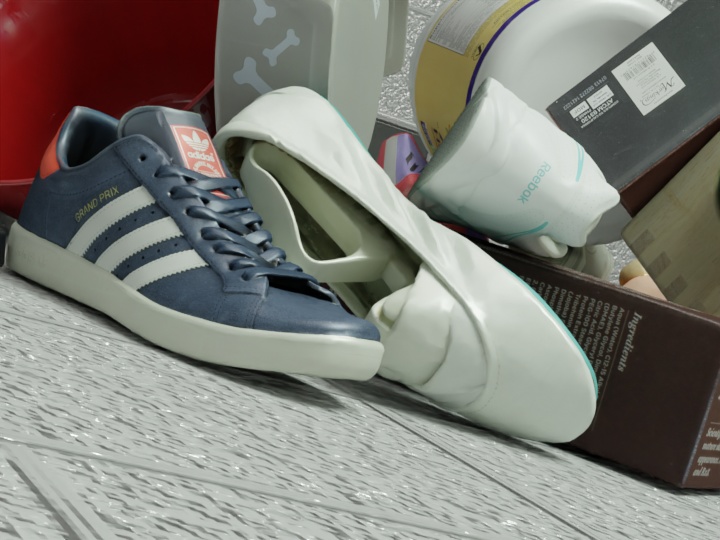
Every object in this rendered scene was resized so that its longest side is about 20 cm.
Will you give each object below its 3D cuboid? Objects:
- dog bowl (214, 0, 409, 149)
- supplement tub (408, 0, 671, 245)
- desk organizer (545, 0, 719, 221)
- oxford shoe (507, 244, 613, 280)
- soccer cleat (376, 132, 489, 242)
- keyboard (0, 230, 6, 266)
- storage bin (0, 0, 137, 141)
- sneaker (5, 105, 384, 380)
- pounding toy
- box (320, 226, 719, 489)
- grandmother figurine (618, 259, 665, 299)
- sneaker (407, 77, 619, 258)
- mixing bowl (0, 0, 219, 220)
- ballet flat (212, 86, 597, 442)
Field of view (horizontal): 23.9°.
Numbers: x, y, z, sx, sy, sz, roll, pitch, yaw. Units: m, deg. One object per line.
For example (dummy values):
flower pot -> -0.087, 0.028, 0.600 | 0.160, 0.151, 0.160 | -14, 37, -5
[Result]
dog bowl -> -0.021, -0.114, 0.834 | 0.058, 0.202, 0.200 | 7, 1, 9
supplement tub -> 0.111, -0.104, 1.026 | 0.144, 0.146, 0.200 | 17, 9, -16
desk organizer -> 0.207, -0.106, 0.898 | 0.077, 0.200, 0.072 | 42, 13, -53
oxford shoe -> 0.113, 0.015, 1.017 | 0.058, 0.075, 0.200 | 58, 24, -10
soccer cleat -> 0.058, -0.017, 1.079 | 0.066, 0.077, 0.200 | -9, -22, 22
keyboard -> -0.210, -0.026, 0.624 | 0.127, 0.021, 0.199 | 20, 4, 36
storage bin -> -0.194, -0.144, 0.998 | 0.199, 0.136, 0.094 | -26, 19, -16
sneaker -> -0.065, -0.017, 0.664 | 0.199, 0.085, 0.075 | 20, 4, 39
pounding toy -> 0.238, -0.002, 0.863 | 0.199, 0.184, 0.143 | 18, 33, -48
box -> 0.083, 0.033, 0.765 | 0.199, 0.075, 0.100 | 18, 2, 32
grandmother figurine -> 0.178, 0.045, 1.002 | 0.061, 0.121, 0.200 | 51, 8, -13
sneaker -> 0.069, -0.038, 0.785 | 0.080, 0.071, 0.200 | 33, 6, -1
mixing bowl -> -0.129, -0.087, 0.899 | 0.199, 0.201, 0.109 | 19, -30, 34
ballet flat -> 0.008, 0.004, 0.691 | 0.200, 0.070, 0.069 | 47, 14, 21
